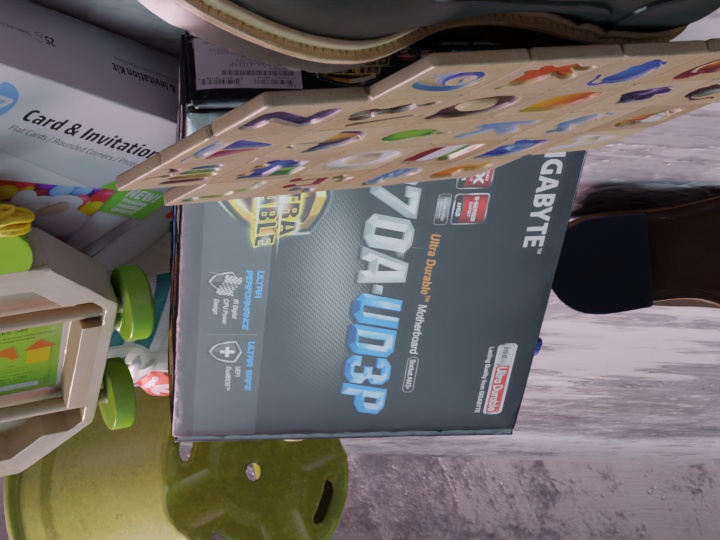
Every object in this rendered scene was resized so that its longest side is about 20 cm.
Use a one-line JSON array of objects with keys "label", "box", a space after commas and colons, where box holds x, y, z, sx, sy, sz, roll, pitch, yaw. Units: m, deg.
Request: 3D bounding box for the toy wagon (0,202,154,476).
[{"label": "toy wagon", "box": [-0.165, 0.029, 0.731, 0.154, 0.040, 0.201, -10, 144, -23]}]

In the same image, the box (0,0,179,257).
[{"label": "box", "box": [-0.169, -0.031, 0.715, 0.199, 0.041, 0.155, -33, 154, 25]}]

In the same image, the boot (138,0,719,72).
[{"label": "boot", "box": [0.049, -0.106, 0.435, 0.199, 0.078, 0.138, -7, 172, -38]}]

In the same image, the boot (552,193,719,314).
[{"label": "boot", "box": [0.197, -0.012, 0.988, 0.198, 0.075, 0.097, 2, -172, -3]}]

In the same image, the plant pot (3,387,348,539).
[{"label": "plant pot", "box": [-0.106, 0.138, 1.133, 0.199, 0.202, 0.184, 7, 164, -30]}]

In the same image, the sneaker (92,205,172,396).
[{"label": "sneaker", "box": [-0.125, 0.034, 0.876, 0.070, 0.094, 0.200, -18, -163, 47]}]

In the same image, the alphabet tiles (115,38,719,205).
[{"label": "alphabet tiles", "box": [0.031, -0.047, 0.558, 0.199, 0.006, 0.166, -7, 173, -33]}]

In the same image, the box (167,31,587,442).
[{"label": "box", "box": [0.001, -0.009, 0.722, 0.158, 0.046, 0.201, 0, 136, -9]}]

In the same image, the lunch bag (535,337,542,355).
[{"label": "lunch bag", "box": [0.015, 0.029, 1.144, 0.160, 0.083, 0.199, 4, 171, -34]}]
